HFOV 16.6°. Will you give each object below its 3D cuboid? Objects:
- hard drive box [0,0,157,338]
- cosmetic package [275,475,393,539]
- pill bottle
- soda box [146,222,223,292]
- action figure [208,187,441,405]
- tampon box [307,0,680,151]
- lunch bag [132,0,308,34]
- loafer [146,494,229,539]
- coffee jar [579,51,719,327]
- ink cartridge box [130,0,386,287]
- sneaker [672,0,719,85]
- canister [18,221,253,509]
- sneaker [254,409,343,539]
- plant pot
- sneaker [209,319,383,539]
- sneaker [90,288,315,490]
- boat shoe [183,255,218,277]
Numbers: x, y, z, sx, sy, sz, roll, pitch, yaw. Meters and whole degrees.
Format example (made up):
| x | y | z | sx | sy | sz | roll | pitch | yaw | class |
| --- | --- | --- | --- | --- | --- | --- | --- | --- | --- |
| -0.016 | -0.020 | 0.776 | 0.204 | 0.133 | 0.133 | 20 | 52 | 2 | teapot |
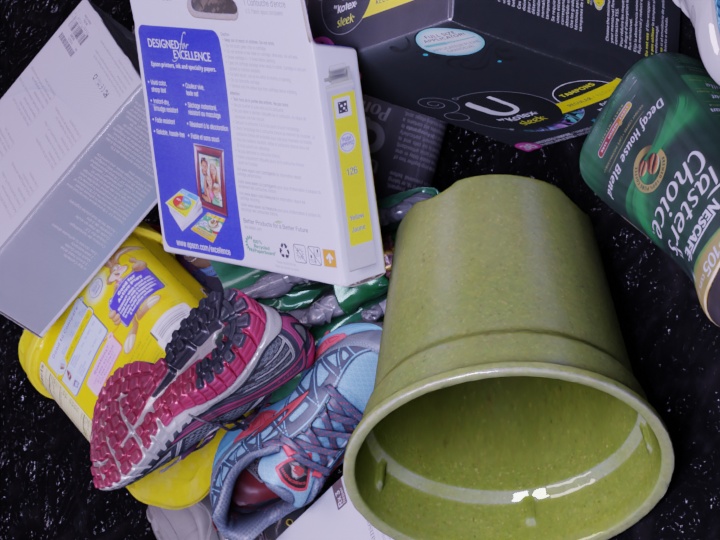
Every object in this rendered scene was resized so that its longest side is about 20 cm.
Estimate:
| x | y | z | sx | sy | sz | roll | pitch | yaw | class |
| --- | --- | --- | --- | --- | --- | --- | --- | --- | --- |
| -0.220 | -0.078 | 1.817 | 0.200 | 0.077 | 0.156 | -48 | 36 | 9 | hard drive box |
| 0.005 | 0.211 | 1.652 | 0.200 | 0.081 | 0.113 | -46 | 45 | 32 | cosmetic package |
| -0.001 | -0.078 | 1.739 | 0.110 | 0.110 | 0.202 | 11 | 87 | 54 | pill bottle |
| -0.135 | 0.042 | 1.907 | 0.064 | 0.070 | 0.200 | -59 | 40 | 20 | soda box |
| 0.000 | 0.000 | 1.660 | 0.199 | 0.055 | 0.119 | -25 | 95 | 12 | action figure |
| 0.087 | -0.173 | 1.582 | 0.149 | 0.199 | 0.127 | -15 | 66 | 50 | tampon box |
| -0.088 | -0.158 | 1.876 | 0.165 | 0.117 | 0.201 | -58 | 34 | 28 | lunch bag |
| -0.109 | 0.211 | 1.820 | 0.070 | 0.069 | 0.200 | -67 | 31 | 27 | loafer |
| 0.216 | -0.039 | 1.458 | 0.105 | 0.085 | 0.200 | -60 | 39 | 19 | coffee jar |
| -0.070 | -0.100 | 1.585 | 0.197 | 0.047 | 0.202 | 12 | 111 | 51 | ink cartridge box |
| 0.223 | -0.186 | 1.523 | 0.081 | 0.076 | 0.201 | -43 | 39 | 46 | sneaker |
| -0.159 | 0.066 | 1.796 | 0.200 | 0.086 | 0.149 | 42 | 108 | 50 | canister |
| -0.022 | 0.123 | 1.742 | 0.200 | 0.074 | 0.107 | -39 | 62 | 38 | sneaker |
| 0.087 | 0.050 | 1.532 | 0.200 | 0.200 | 0.185 | -41 | 36 | 37 | plant pot |
| -0.029 | 0.117 | 1.639 | 0.200 | 0.079 | 0.096 | -45 | 15 | 32 | sneaker |
| -0.112 | 0.091 | 1.645 | 0.200 | 0.074 | 0.081 | -37 | 48 | 35 | sneaker |
| -0.099 | -0.068 | 1.736 | 0.200 | 0.072 | 0.073 | 122 | 160 | -51 | boat shoe |
